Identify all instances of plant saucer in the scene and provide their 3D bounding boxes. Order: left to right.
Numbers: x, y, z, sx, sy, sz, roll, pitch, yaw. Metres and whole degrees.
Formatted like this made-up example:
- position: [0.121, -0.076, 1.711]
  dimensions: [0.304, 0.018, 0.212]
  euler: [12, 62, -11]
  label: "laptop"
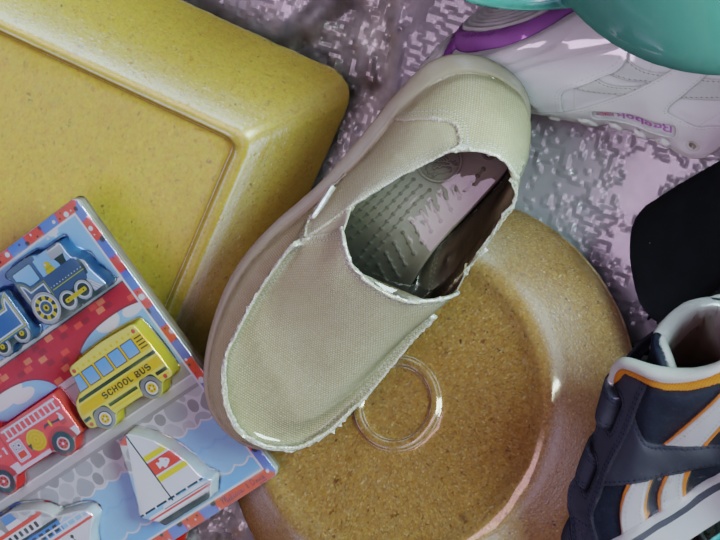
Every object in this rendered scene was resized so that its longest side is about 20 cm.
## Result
- position: [-0.133, -0.035, 1.060]
  dimensions: [0.200, 0.048, 0.200]
  euler: [24, 110, 1]
  label: "plant saucer"
- position: [0.022, 0.060, 1.022]
  dimensions: [0.200, 0.035, 0.200]
  euler: [-6, 77, 24]
  label: "plant saucer"

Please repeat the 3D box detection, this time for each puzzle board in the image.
- position: [-0.152, 0.077, 1.057]
  dimensions: [0.200, 0.017, 0.151]
  euler: [-34, 94, 30]
  label: "puzzle board"

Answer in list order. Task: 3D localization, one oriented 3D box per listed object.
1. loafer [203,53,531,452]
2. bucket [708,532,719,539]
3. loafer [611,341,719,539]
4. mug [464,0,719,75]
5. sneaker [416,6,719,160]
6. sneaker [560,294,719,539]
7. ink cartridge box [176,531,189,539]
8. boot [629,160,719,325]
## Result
- position: [0.000, 0.000, 0.962]
  dimensions: [0.076, 0.068, 0.200]
  euler: [29, 109, -16]
  label: "loafer"
- position: [0.202, 0.191, 0.924]
  dimensions: [0.207, 0.135, 0.207]
  euler: [0, 87, -5]
  label: "bucket"
- position: [0.130, 0.130, 1.011]
  dimensions: [0.072, 0.063, 0.200]
  euler: [-15, 92, 22]
  label: "loafer"
- position: [0.124, -0.151, 0.874]
  dimensions: [0.185, 0.114, 0.152]
  euler: [10, 61, 20]
  label: "mug"
- position: [0.115, -0.080, 0.982]
  dimensions: [0.200, 0.075, 0.100]
  euler: [-10, 116, 30]
  label: "sneaker"
- position: [0.129, 0.059, 0.907]
  dimensions: [0.079, 0.078, 0.200]
  euler: [52, 142, 4]
  label: "sneaker"
- position: [-0.192, 0.159, 1.140]
  dimensions: [0.200, 0.044, 0.174]
  euler: [20, 105, 16]
  label: "ink cartridge box"
- position: [0.200, 0.026, 0.925]
  dimensions: [0.200, 0.076, 0.168]
  euler: [60, 149, 13]
  label: "boot"
